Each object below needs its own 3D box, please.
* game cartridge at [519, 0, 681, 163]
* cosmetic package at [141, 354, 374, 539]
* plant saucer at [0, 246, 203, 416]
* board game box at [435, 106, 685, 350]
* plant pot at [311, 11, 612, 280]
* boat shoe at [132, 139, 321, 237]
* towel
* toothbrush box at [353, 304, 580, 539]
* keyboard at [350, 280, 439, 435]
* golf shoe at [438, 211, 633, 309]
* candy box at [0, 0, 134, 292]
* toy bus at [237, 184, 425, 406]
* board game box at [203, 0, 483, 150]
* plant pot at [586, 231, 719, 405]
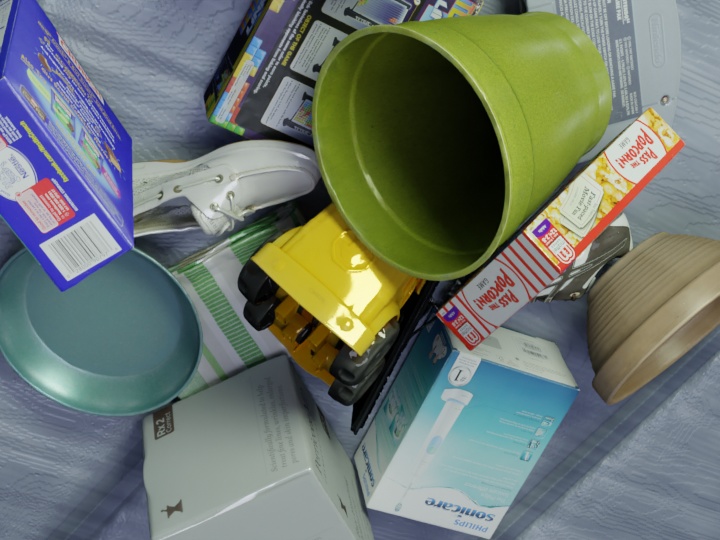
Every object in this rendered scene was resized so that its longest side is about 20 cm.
[{"bbox_3d":[0.210,-0.195,1.209,0.132,0.041,0.201,-12,122,1],"label":"game cartridge"},{"bbox_3d":[-0.093,0.228,1.342,0.164,0.165,0.201,-24,128,5],"label":"cosmetic package"},{"bbox_3d":[-0.238,0.044,1.273,0.198,0.036,0.201,4,124,5],"label":"plant saucer"},{"bbox_3d":[0.165,-0.035,1.151,0.046,0.200,0.152,46,144,3],"label":"board game box"},{"bbox_3d":[0.097,-0.120,1.116,0.192,0.200,0.202,-28,131,-40],"label":"plant pot"},{"bbox_3d":[-0.126,-0.060,1.203,0.198,0.070,0.071,-10,145,16],"label":"boat shoe"},{"bbox_3d":[-0.114,0.037,1.319,0.199,0.023,0.153,-28,121,6],"label":"towel"},{"bbox_3d":[0.102,0.154,1.389,0.145,0.085,0.201,17,115,-20],"label":"toothbrush box"},{"bbox_3d":[0.049,0.059,1.312,0.039,0.104,0.201,25,113,-7],"label":"keyboard"},{"bbox_3d":[0.171,0.006,1.321,0.199,0.078,0.095,-33,120,11],"label":"golf shoe"},{"bbox_3d":[-0.253,-0.109,1.105,0.077,0.200,0.170,-28,120,9],"label":"candy box"},{"bbox_3d":[0.000,0.000,1.226,0.135,0.200,0.192,39,74,10],"label":"toy bus"},{"bbox_3d":[-0.017,-0.188,1.186,0.164,0.057,0.201,22,114,-23],"label":"board game box"},{"bbox_3d":[0.282,0.029,1.320,0.200,0.093,0.201,-35,163,-12],"label":"plant pot"}]
